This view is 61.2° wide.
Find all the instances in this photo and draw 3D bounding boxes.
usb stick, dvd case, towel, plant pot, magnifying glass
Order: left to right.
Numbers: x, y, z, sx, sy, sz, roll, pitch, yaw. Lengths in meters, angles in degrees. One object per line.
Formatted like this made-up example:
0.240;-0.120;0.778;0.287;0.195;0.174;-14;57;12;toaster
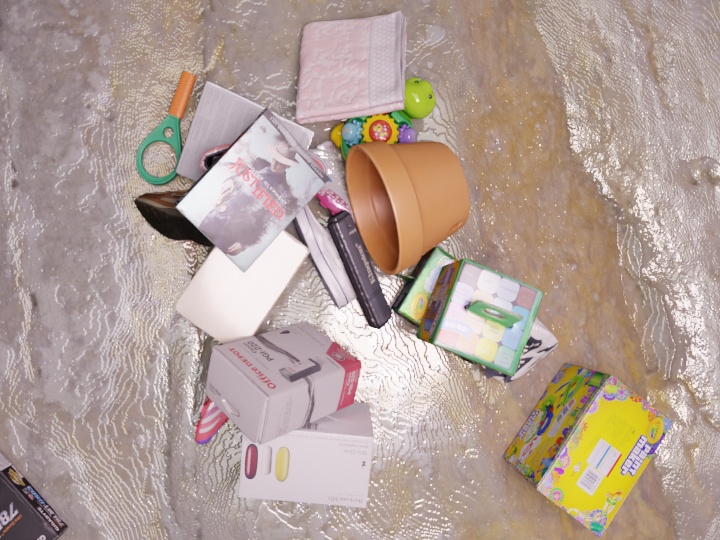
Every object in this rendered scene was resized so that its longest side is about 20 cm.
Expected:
-0.331;-0.247;1.060;0.078;0.022;0.204;18;88;-1;magnifying glass
-0.160;-0.119;0.919;0.201;0.022;0.146;-48;113;-9;dvd case
-0.016;-0.344;1.019;0.186;0.032;0.204;-4;64;13;towel
0.000;0.000;1.011;0.055;0.032;0.203;-35;107;-44;usb stick
0.077;-0.112;0.937;0.137;0.200;0.204;-19;88;-14;plant pot

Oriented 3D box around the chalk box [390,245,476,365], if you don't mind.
0.131;0.044;1.012;0.198;0.125;0.125;35;87;-2;chalk box

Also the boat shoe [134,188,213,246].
-0.288;-0.096;1.004;0.197;0.077;0.074;17;53;30;boat shoe

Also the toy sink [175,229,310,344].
-0.193;0.011;0.998;0.129;0.112;0.202;35;83;-12;toy sink

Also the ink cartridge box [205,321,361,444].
-0.116;0.164;0.933;0.144;0.198;0.086;30;119;35;ink cartridge box

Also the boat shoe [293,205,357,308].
-0.057;-0.038;1.040;0.064;0.073;0.203;-28;100;-11;boat shoe

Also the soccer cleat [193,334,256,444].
-0.214;0.204;1.022;0.075;0.067;0.203;25;84;-6;soccer cleat

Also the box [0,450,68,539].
-0.626;0.428;1.002;0.200;0.050;0.199;-42;89;-3;box

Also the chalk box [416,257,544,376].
0.166;0.065;0.851;0.122;0.200;0.126;22;87;-1;chalk box

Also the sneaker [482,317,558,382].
0.247;0.129;0.989;0.129;0.199;0.080;-43;70;7;sneaker

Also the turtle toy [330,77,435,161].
0.046;-0.240;1.033;0.146;0.101;0.200;44;86;0;turtle toy

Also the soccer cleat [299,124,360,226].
-0.055;-0.163;1.034;0.199;0.070;0.087;42;107;2;soccer cleat

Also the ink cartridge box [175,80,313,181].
-0.195;-0.201;1.031;0.197;0.057;0.165;23;102;-6;ink cartridge box

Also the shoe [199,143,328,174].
-0.152;-0.160;0.966;0.195;0.091;0.073;7;102;2;shoe

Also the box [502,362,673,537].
0.352;0.273;0.976;0.121;0.193;0.202;35;87;0;box

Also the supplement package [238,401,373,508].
-0.083;0.281;0.969;0.195;0.156;0.114;5;97;-2;supplement package
